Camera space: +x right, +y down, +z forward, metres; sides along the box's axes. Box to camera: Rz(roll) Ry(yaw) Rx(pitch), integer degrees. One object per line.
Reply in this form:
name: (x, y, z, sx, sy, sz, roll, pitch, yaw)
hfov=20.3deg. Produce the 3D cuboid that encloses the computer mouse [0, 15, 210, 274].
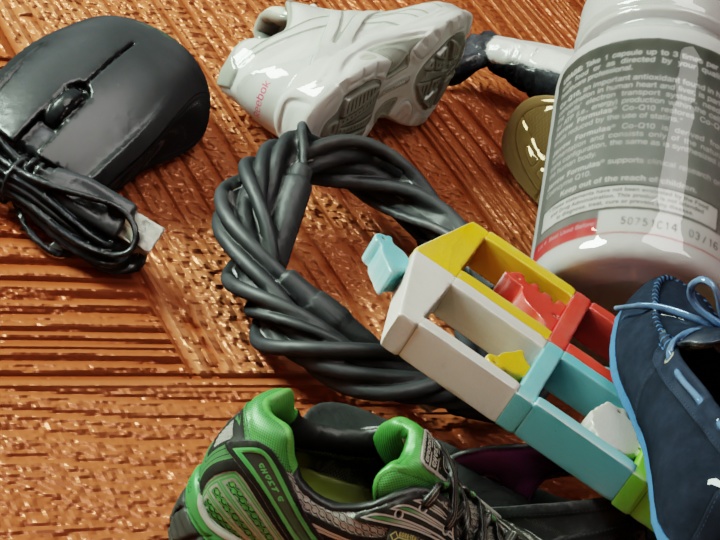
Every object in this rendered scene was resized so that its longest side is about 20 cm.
computer mouse: (-0.130, -0.082, 1.007, 0.138, 0.053, 0.200, 28, 30, 5)

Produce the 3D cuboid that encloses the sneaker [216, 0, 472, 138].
sneaker: (-0.008, -0.128, 1.153, 0.099, 0.078, 0.200, 32, 29, 19)

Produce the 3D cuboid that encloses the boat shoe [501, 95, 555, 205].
boat shoe: (0.173, -0.037, 1.167, 0.199, 0.074, 0.069, 32, 7, 22)

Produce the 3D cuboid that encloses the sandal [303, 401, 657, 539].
sandal: (0.067, 0.102, 0.881, 0.199, 0.048, 0.075, 21, 31, -10)

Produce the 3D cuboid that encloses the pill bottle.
pill bottle: (0.154, -0.056, 1.059, 0.113, 0.114, 0.201, 20, 56, -11)

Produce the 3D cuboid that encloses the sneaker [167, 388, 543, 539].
sneaker: (0.028, 0.112, 0.801, 0.199, 0.085, 0.078, 21, 31, -12)

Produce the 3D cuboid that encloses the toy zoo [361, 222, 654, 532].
toy zoo: (0.087, 0.042, 0.919, 0.199, 0.021, 0.131, 35, 26, 5)

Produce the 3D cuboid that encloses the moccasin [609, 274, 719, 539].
moccasin: (0.161, 0.057, 0.871, 0.080, 0.068, 0.200, 24, 28, -19)

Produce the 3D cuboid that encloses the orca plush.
orca plush: (0.143, -0.092, 1.220, 0.199, 0.072, 0.105, 12, 16, 18)

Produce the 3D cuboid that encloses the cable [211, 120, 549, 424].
cable: (0.000, 0.000, 0.996, 0.162, 0.051, 0.200, -2, 45, -32)
